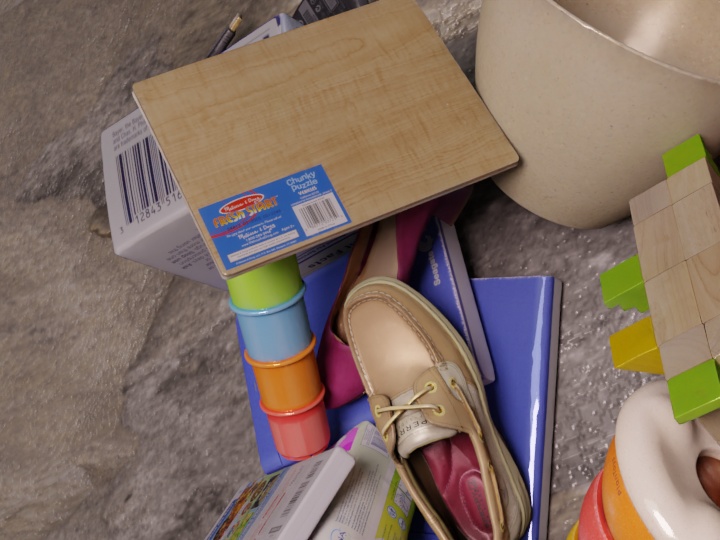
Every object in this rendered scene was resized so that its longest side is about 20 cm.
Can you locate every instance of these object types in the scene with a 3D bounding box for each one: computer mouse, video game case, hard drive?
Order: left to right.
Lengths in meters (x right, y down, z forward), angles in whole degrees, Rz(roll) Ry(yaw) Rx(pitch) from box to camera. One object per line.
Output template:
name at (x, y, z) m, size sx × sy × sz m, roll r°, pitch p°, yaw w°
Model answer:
video game case at (-0.083, 0.194, 0.769) m, size 0.144 × 0.018 × 0.200 m, roll -55°, pitch 10°, yaw -28°
computer mouse at (-0.064, -0.187, 0.995) m, size 0.201 × 0.046 × 0.141 m, roll -51°, pitch 58°, yaw 27°
hard drive at (-0.004, 0.056, 0.853) m, size 0.198 × 0.025 × 0.134 m, roll -28°, pitch 62°, yaw 29°
hard drive at (0.076, 0.107, 0.822) m, size 0.130 × 0.025 × 0.203 m, roll -3°, pitch 76°, yaw 35°

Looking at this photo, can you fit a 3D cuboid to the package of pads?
package of pads at (-0.048, 0.215, 0.786) m, size 0.068 × 0.155 × 0.200 m, roll 38°, pitch 119°, yaw -9°

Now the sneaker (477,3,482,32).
sneaker at (0.156, -0.217, 0.829) m, size 0.086 × 0.075 × 0.202 m, roll 29°, pitch 95°, yaw 31°

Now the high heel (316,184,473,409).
high heel at (0.000, 0.000, 0.777) m, size 0.067 × 0.096 × 0.202 m, roll 29°, pitch 95°, yaw 38°

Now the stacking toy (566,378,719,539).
stacking toy at (0.169, 0.174, 0.689) m, size 0.201 × 0.144 × 0.147 m, roll -55°, pitch 50°, yaw 40°

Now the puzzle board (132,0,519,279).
puzzle board at (-0.023, -0.088, 0.707) m, size 0.198 × 0.017 × 0.152 m, roll -22°, pitch 64°, yaw -15°

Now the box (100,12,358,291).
box at (-0.059, -0.071, 0.859) m, size 0.182 × 0.199 × 0.106 m, roll -26°, pitch 63°, yaw 27°

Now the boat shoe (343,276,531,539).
boat shoe at (0.047, 0.098, 0.738) m, size 0.074 × 0.066 × 0.202 m, roll -31°, pitch 91°, yaw 23°

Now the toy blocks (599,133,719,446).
toy blocks at (0.210, 0.039, 0.620) m, size 0.099 × 0.137 × 0.201 m, roll -31°, pitch 30°, yaw 25°

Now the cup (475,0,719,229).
cup at (0.152, -0.114, 0.745) m, size 0.201 × 0.198 × 0.144 m, roll 50°, pitch 131°, yaw 34°

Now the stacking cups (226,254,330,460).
stacking cups at (-0.053, 0.032, 0.755) m, size 0.060 × 0.060 × 0.203 m, roll 4°, pitch 120°, yaw 36°
